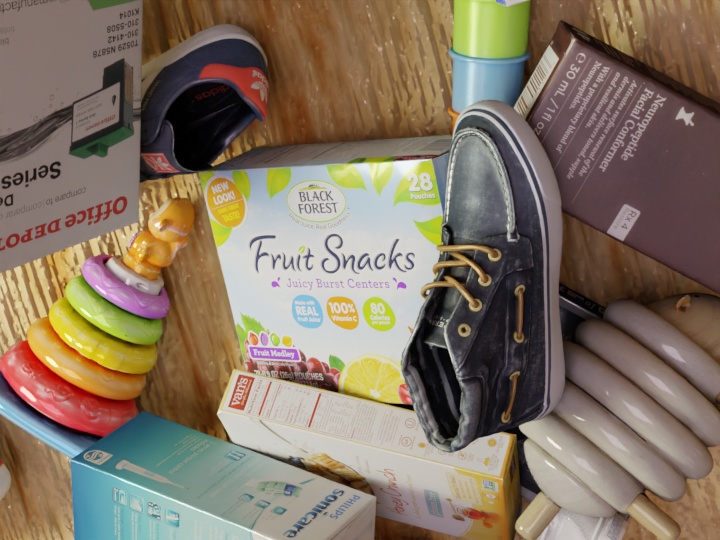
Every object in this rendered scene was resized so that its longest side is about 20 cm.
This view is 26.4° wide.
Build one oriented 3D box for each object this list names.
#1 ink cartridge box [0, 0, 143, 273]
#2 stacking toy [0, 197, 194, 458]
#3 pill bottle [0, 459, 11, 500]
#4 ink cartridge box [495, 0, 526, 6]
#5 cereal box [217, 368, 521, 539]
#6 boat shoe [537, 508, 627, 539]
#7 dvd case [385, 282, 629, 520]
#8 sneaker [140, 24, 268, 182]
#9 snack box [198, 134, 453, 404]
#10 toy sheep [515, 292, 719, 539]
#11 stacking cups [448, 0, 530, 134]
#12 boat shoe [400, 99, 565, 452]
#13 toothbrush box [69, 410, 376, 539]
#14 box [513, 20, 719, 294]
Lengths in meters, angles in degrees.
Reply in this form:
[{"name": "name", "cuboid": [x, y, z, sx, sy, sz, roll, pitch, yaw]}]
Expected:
[{"name": "ink cartridge box", "cuboid": [-0.209, -0.110, 0.934, 0.084, 0.146, 0.200, 21, 120, 33]}, {"name": "stacking toy", "cuboid": [-0.178, 0.031, 1.110, 0.110, 0.116, 0.200, 32, 102, 5]}, {"name": "pill bottle", "cuboid": [-0.367, 0.120, 1.176, 0.112, 0.112, 0.200, -33, 96, 22]}, {"name": "ink cartridge box", "cuboid": [0.166, -0.232, 0.915, 0.200, 0.044, 0.094, -18, 103, 0]}, {"name": "cereal box", "cuboid": [0.010, 0.133, 1.066, 0.200, 0.040, 0.144, 11, 154, 14]}, {"name": "boat shoe", "cuboid": [0.119, 0.238, 1.094, 0.068, 0.072, 0.200, 30, 128, 9]}, {"name": "dvd case", "cuboid": [0.123, 0.083, 1.075, 0.200, 0.025, 0.150, 28, 112, 4]}, {"name": "sneaker", "cuboid": [-0.147, -0.085, 1.040, 0.200, 0.085, 0.075, -34, 134, 15]}, {"name": "snack box", "cuboid": [0.000, 0.000, 1.026, 0.200, 0.068, 0.169, 0, 110, 37]}, {"name": "toy sheep", "cuboid": [0.171, 0.096, 0.983, 0.138, 0.138, 0.200, 40, 85, 0]}, {"name": "stacking cups", "cuboid": [0.083, -0.122, 0.998, 0.060, 0.061, 0.200, 6, 109, 14]}, {"name": "boat shoe", "cuboid": [0.068, 0.005, 0.901, 0.071, 0.091, 0.201, 5, 109, 47]}, {"name": "toothbrush box", "cuboid": [-0.095, 0.202, 1.056, 0.200, 0.085, 0.147, 16, 118, 28]}, {"name": "box", "cuboid": [0.190, -0.063, 0.959, 0.200, 0.075, 0.100, 26, 107, -9]}]
